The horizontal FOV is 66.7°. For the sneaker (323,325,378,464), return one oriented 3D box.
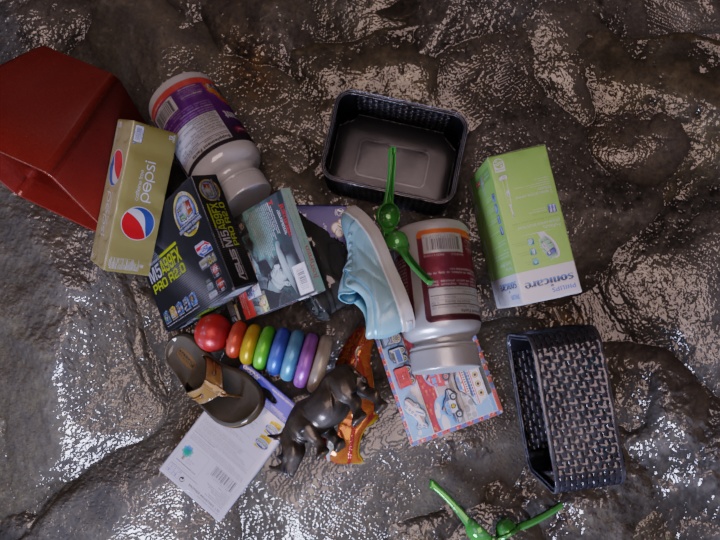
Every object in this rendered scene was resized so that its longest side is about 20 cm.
[{"bbox_3d":[-0.006,0.182,0.811,0.076,0.073,0.203,12,91,-15],"label":"sneaker"}]

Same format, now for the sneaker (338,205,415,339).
[{"bbox_3d":[0.000,0.000,0.738,0.081,0.074,0.202,-18,60,-13],"label":"sneaker"}]

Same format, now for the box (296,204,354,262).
[{"bbox_3d":[-0.107,-0.040,0.844,0.196,0.032,0.123,1,85,2],"label":"box"}]

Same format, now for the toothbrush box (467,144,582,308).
[{"bbox_3d":[0.226,-0.054,0.781,0.085,0.146,0.203,-11,84,-1],"label":"toothbrush box"}]

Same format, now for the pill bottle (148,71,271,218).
[{"bbox_3d":[-0.217,-0.180,0.809,0.111,0.111,0.201,-34,79,-2],"label":"pill bottle"}]

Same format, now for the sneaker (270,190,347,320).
[{"bbox_3d":[-0.069,-0.030,0.797,0.090,0.076,0.202,-26,83,-20],"label":"sneaker"}]

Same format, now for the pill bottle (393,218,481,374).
[{"bbox_3d":[0.110,0.040,0.775,0.112,0.114,0.203,-5,75,1],"label":"pill bottle"}]

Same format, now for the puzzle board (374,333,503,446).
[{"bbox_3d":[0.113,0.143,0.829,0.149,0.017,0.203,-19,85,0],"label":"puzzle board"}]

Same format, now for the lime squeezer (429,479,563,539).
[{"bbox_3d":[0.195,0.360,0.796,0.197,0.038,0.071,9,54,1],"label":"lime squeezer"}]

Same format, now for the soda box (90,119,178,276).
[{"bbox_3d":[-0.314,-0.100,0.756,0.067,0.063,0.203,19,96,47],"label":"soda box"}]

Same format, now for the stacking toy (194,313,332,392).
[{"bbox_3d":[-0.143,0.110,0.792,0.197,0.085,0.087,17,85,-4],"label":"stacking toy"}]

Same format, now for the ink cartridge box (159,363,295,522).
[{"bbox_3d":[-0.188,0.249,0.813,0.119,0.042,0.201,37,88,6],"label":"ink cartridge box"}]

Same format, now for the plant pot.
[{"bbox_3d":[-0.422,-0.192,0.785,0.198,0.200,0.178,24,71,9],"label":"plant pot"}]

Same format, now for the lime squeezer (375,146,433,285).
[{"bbox_3d":[0.054,-0.061,0.740,0.070,0.037,0.203,-32,62,40],"label":"lime squeezer"}]

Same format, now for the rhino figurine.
[{"bbox_3d":[-0.059,0.210,0.747,0.200,0.060,0.088,-45,62,15],"label":"rhino figurine"}]

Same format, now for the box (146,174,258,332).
[{"bbox_3d":[-0.242,-0.018,0.779,0.199,0.044,0.162,-27,84,41],"label":"box"}]

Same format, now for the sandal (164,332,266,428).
[{"bbox_3d":[-0.221,0.153,0.787,0.199,0.055,0.082,36,86,26],"label":"sandal"}]

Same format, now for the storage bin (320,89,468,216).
[{"bbox_3d":[0.049,-0.173,0.822,0.197,0.094,0.137,13,85,3],"label":"storage bin"}]

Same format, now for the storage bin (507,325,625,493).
[{"bbox_3d":[0.276,0.182,0.752,0.092,0.135,0.203,-9,84,0],"label":"storage bin"}]

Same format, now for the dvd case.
[{"bbox_3d":[-0.144,-0.012,0.781,0.199,0.022,0.148,-22,87,42],"label":"dvd case"}]
